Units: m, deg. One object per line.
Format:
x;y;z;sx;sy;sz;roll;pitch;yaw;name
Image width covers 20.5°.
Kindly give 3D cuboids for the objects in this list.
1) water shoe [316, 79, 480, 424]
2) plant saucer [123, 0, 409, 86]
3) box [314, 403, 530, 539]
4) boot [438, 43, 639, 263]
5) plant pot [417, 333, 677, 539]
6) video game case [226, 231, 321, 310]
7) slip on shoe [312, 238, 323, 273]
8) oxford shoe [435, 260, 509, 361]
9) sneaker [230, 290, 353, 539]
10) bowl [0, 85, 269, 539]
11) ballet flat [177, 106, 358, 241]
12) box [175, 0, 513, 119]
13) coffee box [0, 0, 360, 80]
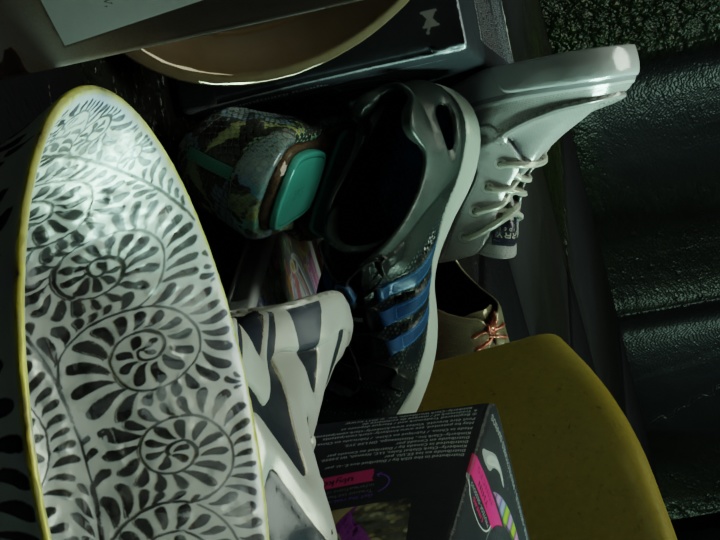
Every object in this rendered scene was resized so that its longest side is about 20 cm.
0.000;0.000;1.004;0.079;0.071;0.201;2;103;-58;water shoe
-0.041;-0.172;0.864;0.030;0.199;0.201;52;-10;43;plant saucer
0.011;0.166;0.920;0.200;0.105;0.123;-65;143;-58;box
0.078;-0.055;1.051;0.073;0.200;0.096;-10;87;-37;boot
0.084;0.155;1.139;0.194;0.194;0.201;62;14;-65;plant pot
-0.038;0.055;1.052;0.200;0.018;0.144;-78;155;-61;video game case
0.000;-0.029;1.210;0.074;0.061;0.201;-65;144;-74;slip on shoe
0.067;0.061;1.252;0.070;0.075;0.200;-25;76;-44;oxford shoe
-0.046;0.082;0.841;0.199;0.079;0.130;-20;100;-78;sneaker
-0.099;0.055;0.568;0.201;0.094;0.202;-10;90;-78;bowl
-0.043;-0.054;1.007;0.200;0.074;0.075;6;73;-79;ballet flat
-0.009;-0.142;1.049;0.200;0.148;0.108;-4;83;-79;box
-0.078;-0.117;0.558;0.113;0.199;0.080;-83;158;-56;coffee box
